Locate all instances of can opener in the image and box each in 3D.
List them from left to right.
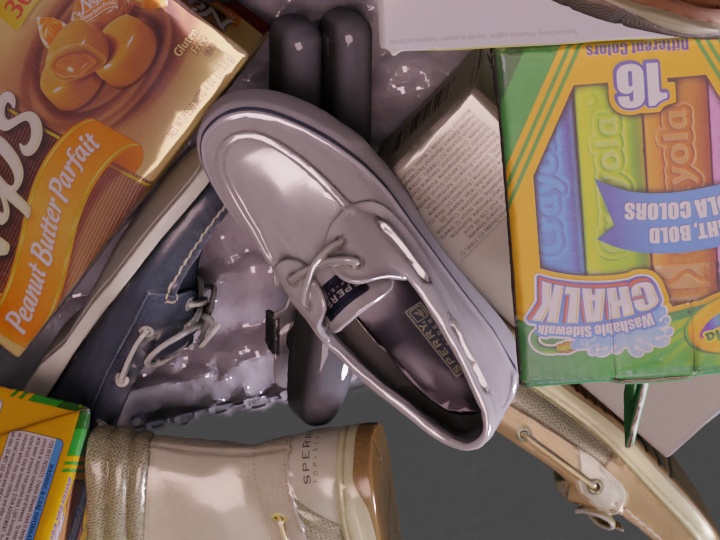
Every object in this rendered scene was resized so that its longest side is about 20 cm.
[{"bbox_3d":[-0.014,-0.026,1.339,0.052,0.066,0.201,-9,112,-23],"label":"can opener"}]

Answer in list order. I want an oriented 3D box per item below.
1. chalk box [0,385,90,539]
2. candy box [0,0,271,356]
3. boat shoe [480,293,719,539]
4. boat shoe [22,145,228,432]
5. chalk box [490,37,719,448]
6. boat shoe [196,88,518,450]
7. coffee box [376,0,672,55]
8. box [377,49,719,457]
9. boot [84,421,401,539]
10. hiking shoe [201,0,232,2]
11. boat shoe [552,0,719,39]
[{"bbox_3d":[-0.208,0.153,1.381,0.123,0.125,0.200,12,149,2],"label":"chalk box"},{"bbox_3d":[-0.148,-0.071,1.331,0.115,0.055,0.200,39,112,-2],"label":"candy box"},{"bbox_3d":[0.092,0.078,1.362,0.201,0.073,0.063,42,100,-13],"label":"boat shoe"},{"bbox_3d":[-0.106,0.023,1.363,0.062,0.075,0.200,33,114,-7],"label":"boat shoe"},{"bbox_3d":[0.126,-0.025,1.221,0.123,0.125,0.201,-4,112,5],"label":"chalk box"},{"bbox_3d":[0.000,0.000,1.275,0.200,0.065,0.074,43,116,-11],"label":"boat shoe"},{"bbox_3d":[0.106,-0.218,1.168,0.198,0.200,0.199,-2,114,7],"label":"coffee box"},{"bbox_3d":[0.103,-0.009,1.331,0.200,0.068,0.082,42,111,-13],"label":"box"},{"bbox_3d":[-0.058,0.147,1.394,0.154,0.072,0.201,1,138,6],"label":"boot"},{"bbox_3d":[-0.099,-0.213,1.259,0.086,0.074,0.200,-32,107,18],"label":"hiking shoe"},{"bbox_3d":[0.066,-0.155,1.050,0.199,0.076,0.074,25,112,-6],"label":"boat shoe"}]
